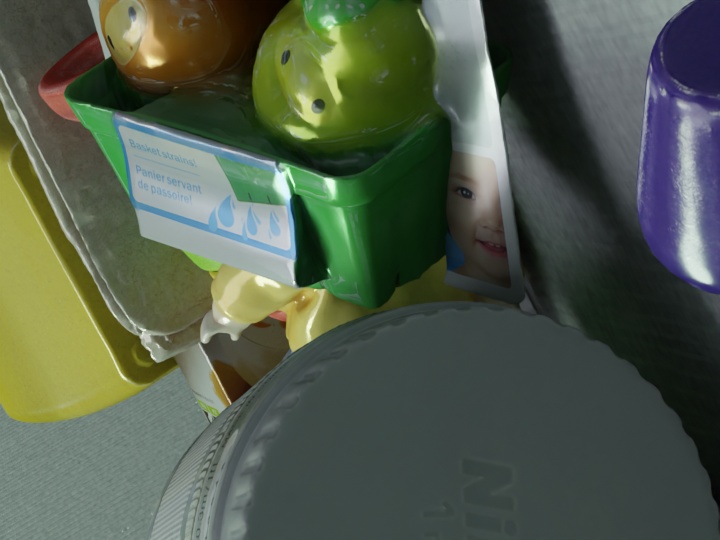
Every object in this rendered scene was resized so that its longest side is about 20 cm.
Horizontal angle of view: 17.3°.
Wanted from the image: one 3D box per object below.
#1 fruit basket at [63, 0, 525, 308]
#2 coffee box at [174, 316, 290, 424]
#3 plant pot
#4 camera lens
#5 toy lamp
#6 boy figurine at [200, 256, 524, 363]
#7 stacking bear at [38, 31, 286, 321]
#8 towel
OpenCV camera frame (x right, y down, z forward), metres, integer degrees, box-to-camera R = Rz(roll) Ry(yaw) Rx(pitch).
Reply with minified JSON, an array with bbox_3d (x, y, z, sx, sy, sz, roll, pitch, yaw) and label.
[{"bbox_3d":[-0.036,-0.090,0.730,0.184,0.094,0.201,19,139,38],"label":"fruit basket"},{"bbox_3d":[-0.041,-0.002,1.086,0.201,0.114,0.080,62,167,-12],"label":"coffee box"},{"bbox_3d":[-0.117,-0.041,1.200,0.201,0.199,0.176,63,163,-16],"label":"plant pot"},{"bbox_3d":[0.016,0.099,0.758,0.161,0.159,0.200,60,165,3],"label":"camera lens"},{"bbox_3d":[0.101,0.019,0.538,0.058,0.058,0.201,53,171,42],"label":"toy lamp"},{"bbox_3d":[0.000,0.000,0.866,0.065,0.123,0.201,-117,20,-58],"label":"boy figurine"},{"bbox_3d":[-0.022,-0.028,0.955,0.201,0.121,0.114,54,178,-16],"label":"stacking bear"},{"bbox_3d":[-0.080,-0.074,1.011,0.201,0.132,0.034,65,166,-6],"label":"towel"}]
